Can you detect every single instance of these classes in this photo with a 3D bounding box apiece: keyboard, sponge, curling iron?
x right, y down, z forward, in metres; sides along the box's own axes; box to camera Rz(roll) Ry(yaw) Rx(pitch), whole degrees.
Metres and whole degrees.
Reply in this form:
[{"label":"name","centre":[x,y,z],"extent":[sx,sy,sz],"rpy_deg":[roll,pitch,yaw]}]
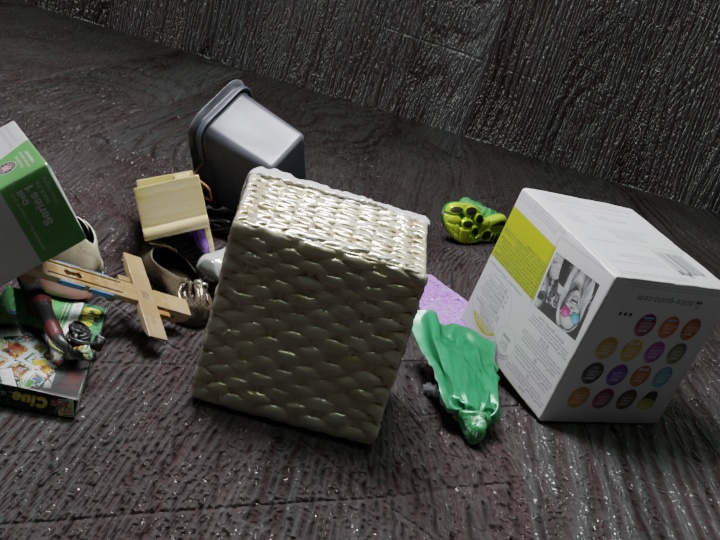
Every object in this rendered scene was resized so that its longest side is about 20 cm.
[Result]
[{"label":"keyboard","centre":[-0.155,-0.061,1.366],"extent":[0.198,0.040,0.104],"rpy_deg":[21,17,15]},{"label":"sponge","centre":[0.105,0.054,1.272],"extent":[0.111,0.030,0.200],"rpy_deg":[4,21,-35]},{"label":"curling iron","centre":[-0.294,0.038,0.884],"extent":[0.049,0.026,0.199],"rpy_deg":[32,-2,-42]}]

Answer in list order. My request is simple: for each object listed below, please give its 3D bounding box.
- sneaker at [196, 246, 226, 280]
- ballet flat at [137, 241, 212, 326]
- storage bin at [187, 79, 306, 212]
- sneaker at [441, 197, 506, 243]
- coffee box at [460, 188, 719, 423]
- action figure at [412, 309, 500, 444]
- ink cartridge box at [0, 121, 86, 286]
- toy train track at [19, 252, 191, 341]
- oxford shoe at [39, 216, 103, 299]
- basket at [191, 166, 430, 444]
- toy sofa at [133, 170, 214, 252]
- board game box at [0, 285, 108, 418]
[{"label":"sneaker","centre":[-0.135,-0.023,1.172],"extent":[0.070,0.081,0.200],"rpy_deg":[25,14,22]},{"label":"ballet flat","centre":[-0.214,0.003,1.097],"extent":[0.067,0.047,0.200],"rpy_deg":[9,19,-27]},{"label":"storage bin","centre":[-0.159,-0.148,1.367],"extent":[0.134,0.201,0.146],"rpy_deg":[31,62,18]},{"label":"sneaker","centre":[0.198,-0.094,1.758],"extent":[0.083,0.075,0.199],"rpy_deg":[30,12,32]},{"label":"coffee box","centre":[0.276,0.046,1.133],"extent":[0.198,0.199,0.200],"rpy_deg":[7,29,-31]},{"label":"action figure","centre":[0.110,0.121,1.026],"extent":[0.117,0.055,0.201],"rpy_deg":[15,24,-11]},{"label":"ink cartridge box","centre":[-0.367,-0.036,0.837],"extent":[0.199,0.085,0.146],"rpy_deg":[-32,36,-17]},{"label":"toy train track","centre":[-0.257,0.024,0.934],"extent":[0.199,0.033,0.115],"rpy_deg":[22,32,-46]},{"label":"oxford shoe","centre":[-0.310,-0.025,1.029],"extent":[0.070,0.075,0.200],"rpy_deg":[10,9,-20]},{"label":"basket","centre":[-0.048,0.032,0.912],"extent":[0.198,0.200,0.161],"rpy_deg":[16,19,-2]},{"label":"toy sofa","centre":[-0.243,-0.072,1.214],"extent":[0.082,0.099,0.200],"rpy_deg":[-12,11,-11]},{"label":"board game box","centre":[-0.295,0.069,0.857],"extent":[0.103,0.024,0.200],"rpy_deg":[12,18,-11]}]
